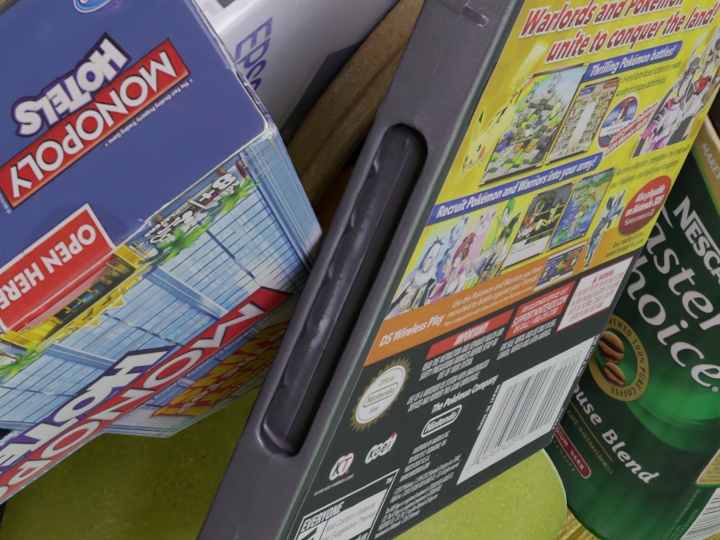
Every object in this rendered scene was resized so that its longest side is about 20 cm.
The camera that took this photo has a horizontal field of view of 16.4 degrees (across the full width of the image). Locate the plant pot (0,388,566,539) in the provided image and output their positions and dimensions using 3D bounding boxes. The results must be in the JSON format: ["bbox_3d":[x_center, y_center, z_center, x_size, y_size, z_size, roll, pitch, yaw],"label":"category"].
[{"bbox_3d":[-0.054,0.131,0.822,0.201,0.186,0.187,-64,-177,-26],"label":"plant pot"}]

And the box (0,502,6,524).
[{"bbox_3d":[-0.163,0.121,0.946,0.100,0.075,0.200,-45,174,10],"label":"box"}]

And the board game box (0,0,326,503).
[{"bbox_3d":[-0.082,0.014,0.616,0.200,0.062,0.200,-36,165,11],"label":"board game box"}]

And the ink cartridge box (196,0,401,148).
[{"bbox_3d":[0.004,-0.093,0.738,0.200,0.041,0.200,-41,172,-18],"label":"ink cartridge box"}]

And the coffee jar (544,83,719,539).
[{"bbox_3d":[0.125,0.000,0.808,0.085,0.105,0.200,-13,151,-34],"label":"coffee jar"}]

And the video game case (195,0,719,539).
[{"bbox_3d":[0.039,-0.011,0.668,0.200,0.025,0.181,-20,138,-61],"label":"video game case"}]

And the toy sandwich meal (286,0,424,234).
[{"bbox_3d":[0.052,-0.054,0.778,0.205,0.070,0.205,-45,173,-7],"label":"toy sandwich meal"}]
